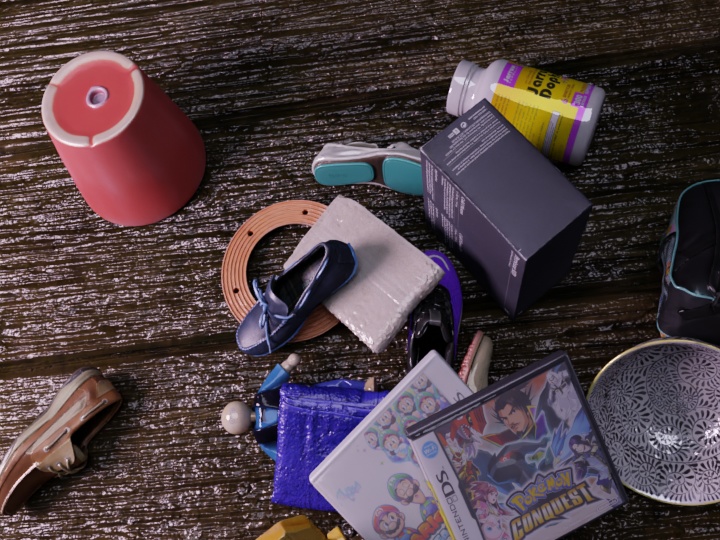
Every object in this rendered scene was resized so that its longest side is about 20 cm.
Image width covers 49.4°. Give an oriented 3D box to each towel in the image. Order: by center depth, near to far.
[{"bbox_3d":[-0.005,0.213,0.911,0.195,0.050,0.152,5,94,5],"label":"towel"},{"bbox_3d":[0.000,0.000,0.984,0.133,0.034,0.199,-50,55,0],"label":"towel"}]

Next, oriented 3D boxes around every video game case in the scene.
[{"bbox_3d":[0.172,0.214,0.855,0.197,0.025,0.184,-25,94,-4],"label":"video game case"},{"bbox_3d":[0.073,0.225,0.870,0.200,0.024,0.182,-44,96,-1],"label":"video game case"}]

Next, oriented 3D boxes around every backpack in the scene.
[{"bbox_3d":[0.432,-0.002,0.905,0.172,0.155,0.203,8,57,14],"label":"backpack"}]

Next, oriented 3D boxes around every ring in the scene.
[{"bbox_3d":[-0.091,0.000,1.053,0.195,0.019,0.205,-2,70,6],"label":"ring"}]

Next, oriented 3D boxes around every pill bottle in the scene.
[{"bbox_3d":[0.219,-0.219,1.050,0.196,0.105,0.106,20,72,14],"label":"pill bottle"}]

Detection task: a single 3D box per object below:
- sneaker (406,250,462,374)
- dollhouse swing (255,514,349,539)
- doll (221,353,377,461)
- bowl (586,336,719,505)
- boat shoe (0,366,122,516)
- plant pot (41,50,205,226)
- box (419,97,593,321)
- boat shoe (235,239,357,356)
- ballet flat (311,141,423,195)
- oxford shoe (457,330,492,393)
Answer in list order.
[{"bbox_3d":[0.092,0.062,0.960,0.068,0.100,0.205,1,70,6],"label":"sneaker"},{"bbox_3d":[-0.070,0.386,0.818,0.198,0.176,0.183,-34,68,-8],"label":"dollhouse swing"},{"bbox_3d":[-0.075,0.172,0.967,0.195,0.048,0.140,-7,80,5],"label":"doll"},{"bbox_3d":[0.357,0.149,0.877,0.197,0.205,0.094,20,28,15],"label":"bowl"},{"bbox_3d":[-0.377,0.218,0.978,0.073,0.076,0.202,31,77,14],"label":"boat shoe"},{"bbox_3d":[-0.330,-0.188,1.072,0.195,0.178,0.205,-2,68,6],"label":"plant pot"},{"bbox_3d":[0.169,-0.067,0.947,0.103,0.201,0.183,-36,69,-8],"label":"box"},{"bbox_3d":[-0.094,0.025,0.965,0.200,0.068,0.085,-47,58,17],"label":"boat shoe"},{"bbox_3d":[0.031,-0.150,1.076,0.195,0.070,0.071,5,69,10],"label":"ballet flat"},{"bbox_3d":[0.142,0.176,0.932,0.072,0.071,0.205,10,82,7],"label":"oxford shoe"}]
